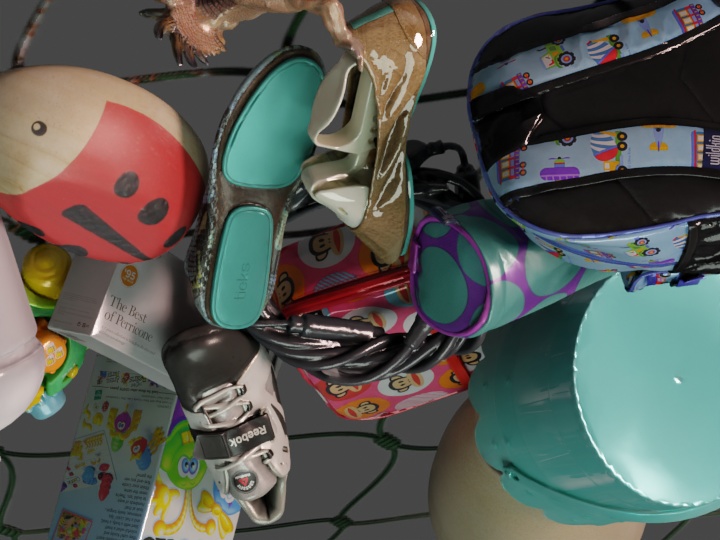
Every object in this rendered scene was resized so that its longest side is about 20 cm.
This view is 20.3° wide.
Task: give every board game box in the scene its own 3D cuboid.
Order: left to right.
[{"bbox_3d":[-0.163,0.179,1.564,0.104,0.202,0.103,2,162,40],"label":"board game box"}]

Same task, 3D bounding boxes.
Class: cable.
[{"bbox_3d":[0.000,0.000,1.383,0.198,0.051,0.164,-17,109,7],"label":"cable"}]

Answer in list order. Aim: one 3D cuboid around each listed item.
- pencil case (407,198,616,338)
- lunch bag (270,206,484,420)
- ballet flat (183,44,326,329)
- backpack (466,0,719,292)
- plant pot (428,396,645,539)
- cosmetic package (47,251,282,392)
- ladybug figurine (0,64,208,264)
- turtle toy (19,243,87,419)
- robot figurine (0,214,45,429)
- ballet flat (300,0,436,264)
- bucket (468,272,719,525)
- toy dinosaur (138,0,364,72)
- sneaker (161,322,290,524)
[{"bbox_3d":[0.125,-0.027,1.324,0.199,0.092,0.086,-21,138,-33],"label":"pencil case"},{"bbox_3d":[0.033,0.029,1.503,0.175,0.083,0.200,-18,149,9],"label":"lunch bag"},{"bbox_3d":[-0.075,-0.061,1.309,0.074,0.074,0.201,9,113,-26],"label":"ballet flat"},{"bbox_3d":[0.167,-0.076,1.235,0.198,0.184,0.135,-11,153,-3],"label":"backpack"},{"bbox_3d":[0.140,0.154,1.596,0.185,0.189,0.200,-9,160,3],"label":"plant pot"},{"bbox_3d":[-0.133,0.040,1.464,0.050,0.083,0.200,7,164,38],"label":"cosmetic package"},{"bbox_3d":[-0.173,-0.060,1.300,0.135,0.072,0.200,-24,147,26],"label":"ladybug figurine"},{"bbox_3d":[-0.284,0.058,1.451,0.198,0.102,0.146,-2,150,-9],"label":"turtle toy"},{"bbox_3d":[-0.273,0.026,1.307,0.112,0.202,0.170,-18,-170,-7],"label":"robot figurine"},{"bbox_3d":[0.000,-0.082,1.264,0.072,0.068,0.201,-14,138,-22],"label":"ballet flat"},{"bbox_3d":[0.194,0.083,1.436,0.205,0.209,0.135,7,171,-24],"label":"bucket"},{"bbox_3d":[-0.067,-0.179,1.115,0.134,0.086,0.201,-1,145,3],"label":"toy dinosaur"},{"bbox_3d":[-0.084,0.112,1.433,0.074,0.089,0.201,-20,144,2],"label":"sneaker"}]
